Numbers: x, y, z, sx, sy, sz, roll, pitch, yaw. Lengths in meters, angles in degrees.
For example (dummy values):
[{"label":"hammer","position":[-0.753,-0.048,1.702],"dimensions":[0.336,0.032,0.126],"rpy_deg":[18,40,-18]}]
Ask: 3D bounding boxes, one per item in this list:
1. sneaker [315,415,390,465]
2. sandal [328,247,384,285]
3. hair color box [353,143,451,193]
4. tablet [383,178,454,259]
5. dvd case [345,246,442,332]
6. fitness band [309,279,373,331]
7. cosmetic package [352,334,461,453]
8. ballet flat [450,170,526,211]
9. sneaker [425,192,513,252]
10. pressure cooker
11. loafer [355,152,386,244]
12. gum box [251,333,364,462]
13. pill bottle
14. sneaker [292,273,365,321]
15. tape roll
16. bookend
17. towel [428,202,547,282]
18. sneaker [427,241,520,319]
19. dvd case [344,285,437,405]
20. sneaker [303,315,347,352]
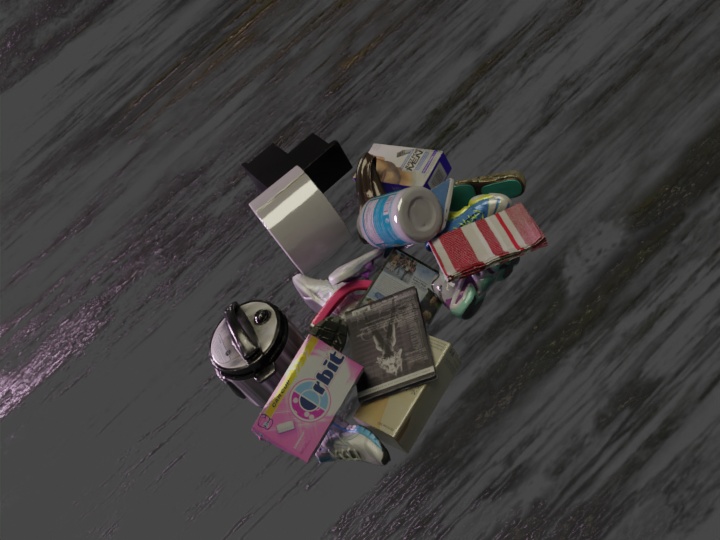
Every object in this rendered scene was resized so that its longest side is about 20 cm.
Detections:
[{"label":"sneaker","position":[-0.031,0.317,1.417],"dimensions":[0.199,0.075,0.087],"rpy_deg":[13,48,47]},{"label":"sandal","position":[-0.006,0.002,1.641],"dimensions":[0.082,0.050,0.202],"rpy_deg":[-23,5,31]},{"label":"hair color box","position":[0.093,-0.220,1.802],"dimensions":[0.199,0.065,0.110],"rpy_deg":[12,62,39]},{"label":"tablet","position":[0.120,-0.104,1.660],"dimensions":[0.199,0.014,0.131],"rpy_deg":[-28,40,51]},{"label":"dvd case","position":[0.077,0.067,1.556],"dimensions":[0.142,0.018,0.201],"rpy_deg":[30,71,10]},{"label":"fitness band","position":[-0.014,0.111,1.563],"dimensions":[0.143,0.037,0.200],"rpy_deg":[35,73,12]},{"label":"cosmetic package","position":[0.086,0.214,1.438],"dimensions":[0.105,0.071,0.201],"rpy_deg":[16,64,38]},{"label":"ballet flat","position":[0.250,-0.171,1.675],"dimensions":[0.198,0.068,0.076],"rpy_deg":[-11,27,17]},{"label":"sneaker","position":[0.213,-0.082,1.601],"dimensions":[0.199,0.076,0.106],"rpy_deg":[-20,36,31]},{"label":"pressure cooker","position":[-0.200,0.155,1.569],"dimensions":[0.174,0.200,0.180],"rpy_deg":[2,56,31]},{"label":"loafer","position":[0.032,-0.159,1.749],"dimensions":[0.070,0.073,0.202],"rpy_deg":[-3,89,14]},{"label":"gum box","position":[-0.091,0.228,1.391],"dimensions":[0.113,0.066,0.201],"rpy_deg":[30,80,8]},{"label":"pill bottle","position":[0.070,-0.103,1.609],"dimensions":[0.111,0.111,0.199],"rpy_deg":[-56,22,-20]},{"label":"sneaker","position":[-0.063,0.054,1.672],"dimensions":[0.200,0.071,0.080],"rpy_deg":[31,68,35]},{"label":"tape roll","position":[-0.132,-0.108,1.747],"dimensions":[0.139,0.203,0.203],"rpy_deg":[-39,44,-3]},{"label":"bookend","position":[-0.160,-0.256,1.964],"dimensions":[0.198,0.092,0.200],"rpy_deg":[-42,43,-8]},{"label":"towel","position":[0.236,-0.056,1.502],"dimensions":[0.198,0.023,0.144],"rpy_deg":[-22,34,2]},{"label":"sneaker","position":[0.210,-0.017,1.534],"dimensions":[0.200,0.078,0.140],"rpy_deg":[-45,59,-11]},{"label":"dvd case","position":[0.052,0.134,1.456],"dimensions":[0.147,0.016,0.201],"rpy_deg":[-21,49,13]},{"label":"sneaker","position":[-0.080,0.180,1.492],"dimensions":[0.075,0.079,0.201],"rpy_deg":[19,67,10]}]
